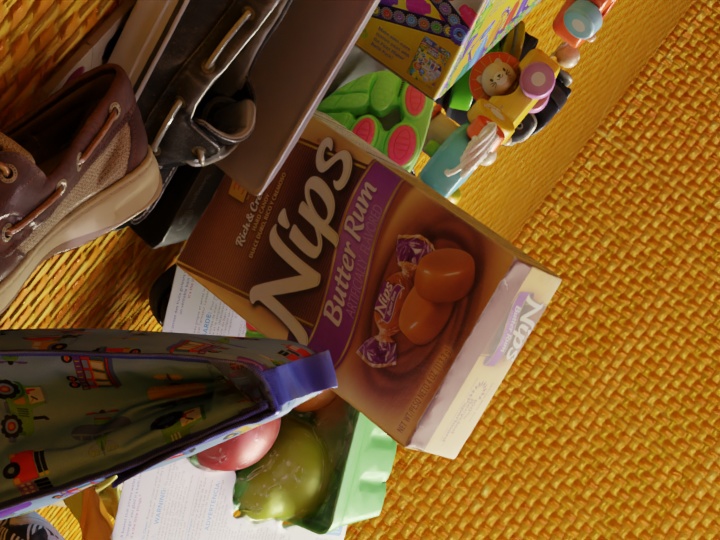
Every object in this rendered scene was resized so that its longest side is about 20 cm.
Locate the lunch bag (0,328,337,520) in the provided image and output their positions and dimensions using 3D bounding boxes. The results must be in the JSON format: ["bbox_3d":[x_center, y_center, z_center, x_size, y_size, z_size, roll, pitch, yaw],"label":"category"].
[{"bbox_3d":[-0.109,0.063,1.106,0.198,0.095,0.151,-11,178,9],"label":"lunch bag"}]

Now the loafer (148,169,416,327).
[{"bbox_3d":[-0.041,-0.003,1.445,0.199,0.063,0.072,-29,136,-5],"label":"loafer"}]

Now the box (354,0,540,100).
[{"bbox_3d":[0.073,-0.237,1.212,0.200,0.122,0.193,-46,168,-47],"label":"box"}]

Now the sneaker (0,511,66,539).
[{"bbox_3d":[-0.212,0.185,1.207,0.115,0.075,0.199,-46,-150,-14],"label":"sneaker"}]

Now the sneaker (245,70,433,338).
[{"bbox_3d":[-0.014,-0.027,1.312,0.202,0.076,0.084,-66,168,2],"label":"sneaker"}]

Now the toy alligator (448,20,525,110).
[{"bbox_3d":[0.084,-0.198,1.405,0.054,0.059,0.201,-89,-170,-56],"label":"toy alligator"}]

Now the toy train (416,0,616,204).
[{"bbox_3d":[0.090,-0.122,1.346,0.200,0.056,0.150,-47,175,-29],"label":"toy train"}]

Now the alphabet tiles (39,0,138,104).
[{"bbox_3d":[-0.113,-0.095,1.120,0.167,0.008,0.200,-51,172,-27],"label":"alphabet tiles"}]

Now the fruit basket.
[{"bbox_3d":[-0.064,0.087,1.383,0.199,0.093,0.187,11,93,-39],"label":"fruit basket"}]

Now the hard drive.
[{"bbox_3d":[-0.047,-0.089,1.315,0.199,0.033,0.140,-18,144,-58],"label":"hard drive"}]

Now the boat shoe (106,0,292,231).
[{"bbox_3d":[-0.085,-0.082,1.055,0.072,0.071,0.201,-47,168,-45],"label":"boat shoe"}]

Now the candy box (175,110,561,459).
[{"bbox_3d":[0.000,0.000,1.201,0.056,0.200,0.117,21,102,-52],"label":"candy box"}]

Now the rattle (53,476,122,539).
[{"bbox_3d":[-0.114,0.133,1.422,0.199,0.143,0.131,3,121,-52],"label":"rattle"}]

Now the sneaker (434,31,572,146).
[{"bbox_3d":[0.091,-0.175,1.506,0.077,0.146,0.203,-47,168,-35],"label":"sneaker"}]

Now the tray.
[{"bbox_3d":[-0.022,-0.141,1.096,0.022,0.107,0.201,24,100,-45],"label":"tray"}]

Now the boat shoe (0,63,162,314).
[{"bbox_3d":[-0.162,-0.031,0.930,0.200,0.072,0.073,-34,130,-41],"label":"boat shoe"}]
